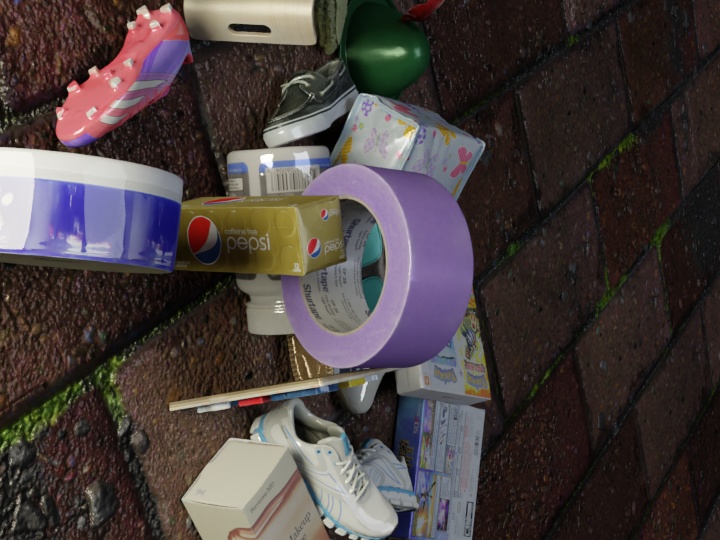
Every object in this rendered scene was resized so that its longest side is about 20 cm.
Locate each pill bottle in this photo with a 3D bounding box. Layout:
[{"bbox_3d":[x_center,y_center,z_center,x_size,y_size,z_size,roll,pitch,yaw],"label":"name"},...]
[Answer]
[{"bbox_3d":[-0.083,-0.034,1.257,0.114,0.114,0.200,-12,100,-56],"label":"pill bottle"}]

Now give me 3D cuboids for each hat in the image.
[{"bbox_3d":[0.083,-0.281,1.447,0.200,0.176,0.166,-31,117,-55],"label":"hat"}]

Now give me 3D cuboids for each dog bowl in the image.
[{"bbox_3d":[-0.247,-0.045,0.931,0.200,0.200,0.079,9,84,-56],"label":"dog bowl"}]

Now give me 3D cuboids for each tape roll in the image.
[{"bbox_3d":[0.012,-0.003,1.135,0.085,0.200,0.200,3,87,-41],"label":"tape roll"}]

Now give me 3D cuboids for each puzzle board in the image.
[{"bbox_3d":[-0.076,0.124,1.189,0.151,0.200,0.017,-3,82,-56],"label":"puzzle board"}]

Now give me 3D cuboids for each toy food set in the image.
[{"bbox_3d":[-0.094,-0.335,1.221,0.060,0.143,0.200,59,40,-64],"label":"toy food set"}]

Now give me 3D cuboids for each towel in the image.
[{"bbox_3d":[-0.031,-0.357,1.341,0.200,0.036,0.148,78,18,-75],"label":"towel"}]

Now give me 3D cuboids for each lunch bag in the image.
[{"bbox_3d":[0.042,-0.101,1.422,0.170,0.127,0.200,5,118,-56],"label":"lunch bag"}]

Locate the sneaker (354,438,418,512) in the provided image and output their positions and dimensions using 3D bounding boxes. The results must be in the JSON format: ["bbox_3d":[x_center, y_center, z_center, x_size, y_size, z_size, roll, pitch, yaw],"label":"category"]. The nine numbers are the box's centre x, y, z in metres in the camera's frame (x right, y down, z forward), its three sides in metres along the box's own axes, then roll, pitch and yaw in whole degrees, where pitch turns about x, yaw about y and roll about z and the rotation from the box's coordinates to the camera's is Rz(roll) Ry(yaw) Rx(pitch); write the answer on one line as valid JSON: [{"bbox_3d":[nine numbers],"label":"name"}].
[{"bbox_3d":[0.000,0.250,1.424,0.200,0.075,0.087,29,52,-56],"label":"sneaker"}]

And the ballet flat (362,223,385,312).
[{"bbox_3d":[0.000,0.000,1.327,0.074,0.074,0.200,-15,92,-56],"label":"ballet flat"}]

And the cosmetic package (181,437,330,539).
[{"bbox_3d":[-0.101,0.293,1.252,0.103,0.087,0.200,-52,131,-42],"label":"cosmetic package"}]

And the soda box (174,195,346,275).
[{"bbox_3d":[-0.110,-0.037,1.135,0.064,0.200,0.068,-19,106,-48],"label":"soda box"}]

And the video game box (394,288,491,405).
[{"bbox_3d":[0.104,0.086,1.568,0.200,0.047,0.182,16,63,-56],"label":"video game box"}]

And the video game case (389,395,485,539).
[{"bbox_3d":[0.106,0.279,1.604,0.181,0.045,0.200,26,68,-54],"label":"video game case"}]

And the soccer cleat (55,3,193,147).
[{"bbox_3d":[-0.220,-0.176,1.101,0.200,0.067,0.076,-65,144,-37],"label":"soccer cleat"}]

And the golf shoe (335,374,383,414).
[{"bbox_3d":[0.023,0.084,1.437,0.073,0.092,0.200,27,72,-53],"label":"golf shoe"}]

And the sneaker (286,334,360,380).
[{"bbox_3d":[-0.042,0.044,1.363,0.108,0.070,0.200,2,82,-64],"label":"sneaker"}]

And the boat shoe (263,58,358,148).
[{"bbox_3d":[-0.066,-0.198,1.340,0.071,0.072,0.200,69,27,-16],"label":"boat shoe"}]

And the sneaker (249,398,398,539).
[{"bbox_3d":[-0.029,0.220,1.273,0.200,0.087,0.075,41,39,-4],"label":"sneaker"}]
